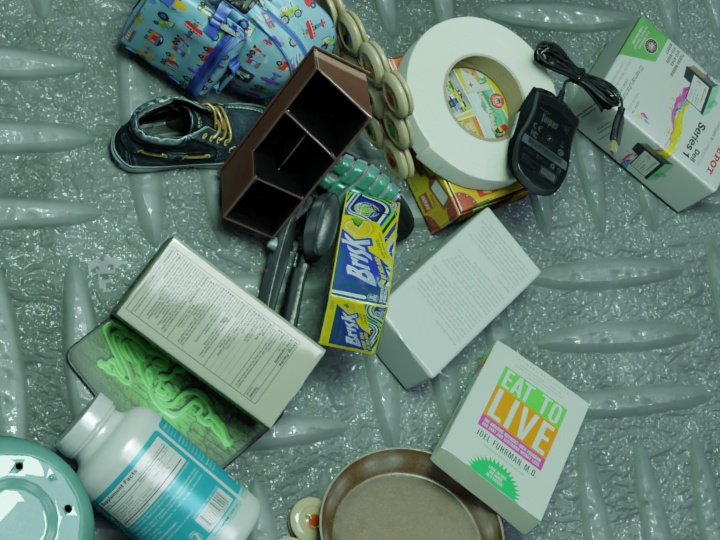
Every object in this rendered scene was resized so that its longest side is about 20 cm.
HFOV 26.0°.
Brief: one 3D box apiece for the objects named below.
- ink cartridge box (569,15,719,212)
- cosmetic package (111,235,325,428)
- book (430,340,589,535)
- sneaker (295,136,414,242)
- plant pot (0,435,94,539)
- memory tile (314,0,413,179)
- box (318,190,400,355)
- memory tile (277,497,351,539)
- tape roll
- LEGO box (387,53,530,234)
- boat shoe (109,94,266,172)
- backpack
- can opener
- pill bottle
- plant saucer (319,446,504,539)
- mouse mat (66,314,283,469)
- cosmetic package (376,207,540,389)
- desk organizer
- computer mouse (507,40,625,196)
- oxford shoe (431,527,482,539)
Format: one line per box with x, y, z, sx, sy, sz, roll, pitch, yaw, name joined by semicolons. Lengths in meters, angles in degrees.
0.378;-0.195;1.961;0.200;0.084;0.145;38;62;-10;ink cartridge box
-0.147;0.064;1.616;0.200;0.071;0.105;39;81;-10;cosmetic package
0.165;0.181;1.724;0.133;0.048;0.200;38;40;-4;book
-0.011;-0.117;1.765;0.200;0.074;0.088;40;32;-22;sneaker
-0.335;0.244;1.439;0.200;0.161;0.201;8;71;-23;plant pot
0.003;-0.207;1.714;0.017;0.154;0.200;-24;57;-16;memory tile
0.000;0.000;1.669;0.064;0.070;0.200;11;35;-3;box
-0.046;0.349;1.623;0.153;0.017;0.200;36;62;-11;memory tile
0.133;-0.191;1.783;0.202;0.037;0.204;9;70;-24;tape roll
0.116;-0.165;1.831;0.149;0.077;0.201;-21;83;-29;LEGO box
-0.166;-0.152;1.687;0.200;0.091;0.071;-13;80;-28;boat shoe
-0.136;-0.260;1.687;0.200;0.182;0.135;37;62;-14;backpack
-0.080;0.005;1.697;0.063;0.079;0.201;22;78;-9;can opener
-0.204;0.211;1.540;0.200;0.111;0.111;42;61;-7;pill bottle
0.052;0.280;1.640;0.199;0.035;0.201;8;52;-10;plant saucer
-0.191;0.119;1.636;0.161;0.008;0.200;-40;92;-30;mouse mat
0.099;0.031;1.763;0.200;0.071;0.102;-41;93;-30;cosmetic package
-0.070;-0.132;1.648;0.072;0.200;0.077;23;38;-26;desk organizer
0.231;-0.151;1.775;0.140;0.046;0.201;28;59;-21;computer mouse
0.077;0.365;1.652;0.071;0.071;0.201;19;56;-11;oxford shoe
